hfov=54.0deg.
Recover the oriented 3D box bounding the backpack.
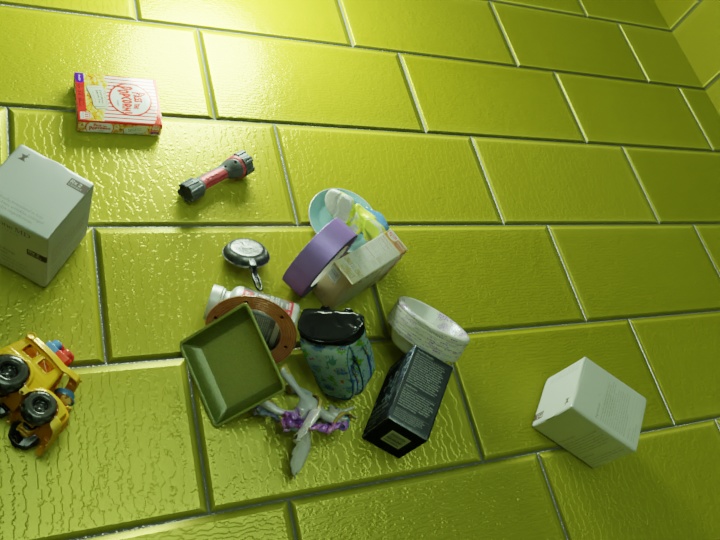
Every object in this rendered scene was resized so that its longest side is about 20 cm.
[{"bbox_3d":[-0.047,0.192,1.581,0.162,0.200,0.154,6,56,26],"label":"backpack"}]

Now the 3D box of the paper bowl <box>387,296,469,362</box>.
[{"bbox_3d":[0.155,0.156,1.711,0.200,0.105,0.201,30,11,-7],"label":"paper bowl"}]

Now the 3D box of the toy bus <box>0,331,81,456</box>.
[{"bbox_3d":[-0.606,0.219,1.344,0.200,0.136,0.192,44,37,2],"label":"toy bus"}]

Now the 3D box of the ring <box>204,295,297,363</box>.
[{"bbox_3d":[-0.235,0.131,1.524,0.200,0.201,0.019,21,32,-13],"label":"ring"}]

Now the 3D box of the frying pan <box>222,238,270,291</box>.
[{"bbox_3d":[-0.272,-0.024,1.655,0.114,0.031,0.190,11,31,-6],"label":"frying pan"}]

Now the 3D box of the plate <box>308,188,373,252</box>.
[{"bbox_3d":[-0.047,-0.129,1.872,0.199,0.026,0.201,13,56,-19],"label":"plate"}]

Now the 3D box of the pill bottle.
[{"bbox_3d":[-0.244,0.100,1.582,0.199,0.111,0.111,18,55,-10],"label":"pill bottle"}]

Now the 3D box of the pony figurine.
[{"bbox_3d":[-0.127,0.314,1.504,0.200,0.167,0.193,29,43,13],"label":"pony figurine"}]

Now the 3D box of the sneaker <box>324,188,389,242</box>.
[{"bbox_3d":[-0.003,-0.140,1.853,0.200,0.076,0.105,44,22,17],"label":"sneaker"}]

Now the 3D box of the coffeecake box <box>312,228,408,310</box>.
[{"bbox_3d":[0.000,0.000,1.735,0.200,0.154,0.073,-31,78,-36],"label":"coffeecake box"}]

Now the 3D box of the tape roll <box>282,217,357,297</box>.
[{"bbox_3d":[-0.096,-0.030,1.678,0.066,0.200,0.200,41,52,3],"label":"tape roll"}]

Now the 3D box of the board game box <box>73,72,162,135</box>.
[{"bbox_3d":[-0.606,-0.414,1.763,0.199,0.046,0.152,-2,62,-27],"label":"board game box"}]

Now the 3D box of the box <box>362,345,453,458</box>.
[{"bbox_3d":[0.108,0.299,1.609,0.107,0.149,0.200,31,52,-6],"label":"box"}]

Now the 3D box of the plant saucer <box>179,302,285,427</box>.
[{"bbox_3d":[-0.262,0.197,1.484,0.200,0.200,0.048,64,21,10],"label":"plant saucer"}]

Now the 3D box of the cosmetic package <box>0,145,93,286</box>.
[{"bbox_3d":[-0.668,-0.108,1.443,0.164,0.200,0.165,28,53,-7],"label":"cosmetic package"}]

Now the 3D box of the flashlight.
[{"bbox_3d":[-0.355,-0.233,1.761,0.068,0.068,0.200,44,51,11],"label":"flashlight"}]

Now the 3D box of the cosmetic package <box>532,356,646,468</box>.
[{"bbox_3d":[0.578,0.361,1.786,0.200,0.165,0.165,35,52,-4],"label":"cosmetic package"}]
